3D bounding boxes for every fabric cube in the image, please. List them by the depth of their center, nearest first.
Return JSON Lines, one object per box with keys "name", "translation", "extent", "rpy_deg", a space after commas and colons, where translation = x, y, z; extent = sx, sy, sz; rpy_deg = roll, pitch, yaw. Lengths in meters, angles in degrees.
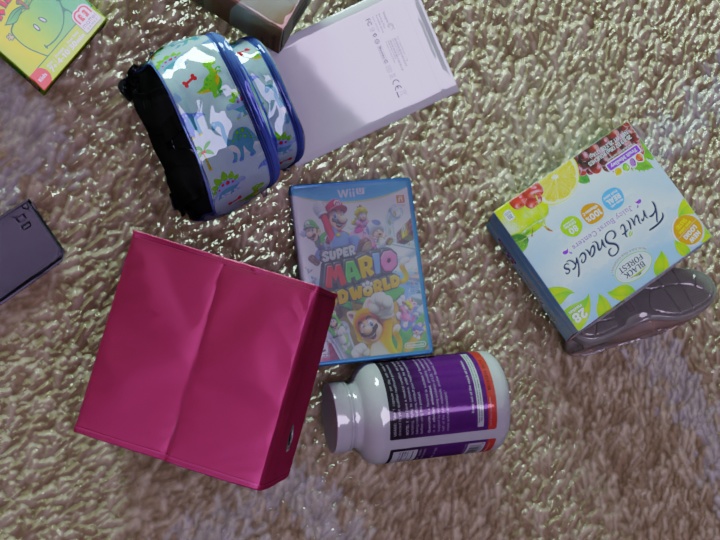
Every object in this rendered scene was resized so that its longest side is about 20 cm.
{"name": "fabric cube", "translation": [-0.146, 0.089, 1.242], "extent": [0.198, 0.196, 0.202], "rpy_deg": [17, 87, 6]}

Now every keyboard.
{"name": "keyboard", "translation": [-0.422, -0.009, 1.278], "extent": [0.199, 0.021, 0.128], "rpy_deg": [-35, 107, -12]}

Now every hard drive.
{"name": "hard drive", "translation": [-0.008, -0.216, 1.346], "extent": [0.198, 0.027, 0.133], "rpy_deg": [-24, 100, 3]}

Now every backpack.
{"name": "backpack", "translation": [-0.144, -0.153, 1.251], "extent": [0.146, 0.200, 0.185], "rpy_deg": [-26, 99, -12]}

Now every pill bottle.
{"name": "pill bottle", "translation": [0.060, 0.154, 1.370], "extent": [0.197, 0.112, 0.114], "rpy_deg": [-4, 94, -15]}

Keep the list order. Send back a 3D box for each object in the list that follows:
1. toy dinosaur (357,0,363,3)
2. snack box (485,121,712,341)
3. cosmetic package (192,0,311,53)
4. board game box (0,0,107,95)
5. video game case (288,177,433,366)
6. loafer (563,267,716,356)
{"name": "toy dinosaur", "translation": [-0.003, -0.330, 1.352], "extent": [0.105, 0.060, 0.203], "rpy_deg": [-13, 97, -16]}
{"name": "snack box", "translation": [0.273, -0.045, 1.416], "extent": [0.199, 0.068, 0.170], "rpy_deg": [-33, 81, -10]}
{"name": "cosmetic package", "translation": [-0.146, -0.322, 1.274], "extent": [0.199, 0.103, 0.088], "rpy_deg": [31, 84, -2]}
{"name": "board game box", "translation": [-0.370, -0.287, 1.261], "extent": [0.200, 0.048, 0.102], "rpy_deg": [42, 83, -14]}
{"name": "video game case", "translation": [0.000, 0.000, 1.370], "extent": [0.141, 0.018, 0.203], "rpy_deg": [-5, 81, -14]}
{"name": "loafer", "translation": [0.330, 0.052, 1.472], "extent": [0.198, 0.063, 0.072], "rpy_deg": [-16, 59, -15]}
